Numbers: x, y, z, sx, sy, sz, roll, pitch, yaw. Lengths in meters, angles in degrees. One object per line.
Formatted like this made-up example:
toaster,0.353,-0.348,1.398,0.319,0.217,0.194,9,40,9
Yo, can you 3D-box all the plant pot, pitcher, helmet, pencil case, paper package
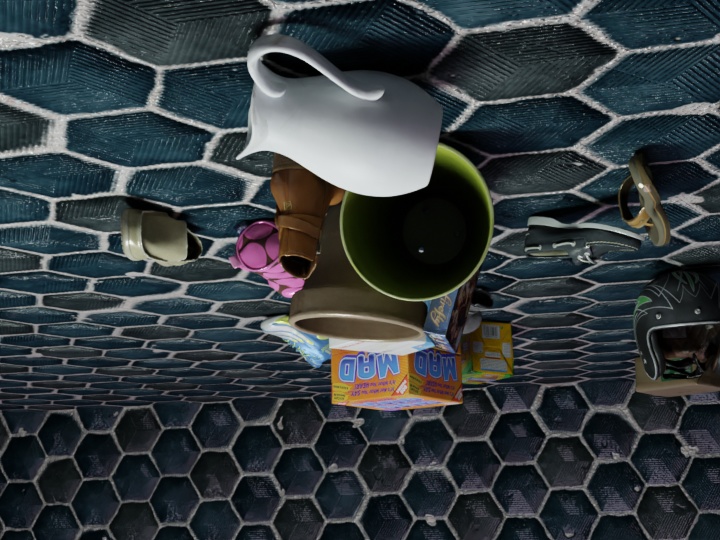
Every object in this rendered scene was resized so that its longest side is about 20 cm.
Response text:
plant pot,0.000,0.000,1.403,0.196,0.178,0.200,3,167,1
pitcher,-0.018,-0.155,0.968,0.197,0.123,0.172,11,155,-2
helmet,0.593,0.095,1.808,0.196,0.194,0.201,-5,-159,2
pencil case,-0.130,-0.013,1.536,0.093,0.091,0.200,-39,158,2
paper package,0.894,0.288,2.747,0.189,0.105,0.198,11,162,-40
plant pot,0.084,-0.058,1.254,0.184,0.191,0.200,-4,178,11

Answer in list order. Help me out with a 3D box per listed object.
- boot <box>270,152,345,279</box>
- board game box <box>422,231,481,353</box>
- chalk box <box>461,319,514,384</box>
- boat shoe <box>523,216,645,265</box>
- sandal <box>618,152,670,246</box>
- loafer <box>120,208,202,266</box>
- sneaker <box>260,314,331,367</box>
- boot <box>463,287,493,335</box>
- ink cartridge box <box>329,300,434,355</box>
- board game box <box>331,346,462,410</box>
boot,-0.058,-0.067,1.193,0.075,0.158,0.200,-4,165,8
board game box,0.142,0.007,1.408,0.034,0.203,0.136,14,170,16
chalk box,0.249,0.195,2.288,0.123,0.126,0.199,6,163,-27
boat shoe,0.320,-0.037,1.424,0.075,0.061,0.199,17,175,-35
sandal,0.365,-0.089,1.293,0.053,0.081,0.200,-23,154,14
loafer,-0.285,-0.049,1.421,0.067,0.077,0.200,-6,174,11
sneaker,-0.120,0.154,2.133,0.197,0.107,0.076,4,165,-21
boot,0.216,0.079,1.965,0.131,0.071,0.198,-20,161,39
ink cartridge box,0.033,0.078,1.817,0.198,0.127,0.128,9,162,-34
board game box,0.075,0.175,2.046,0.198,0.203,0.199,-12,162,37
